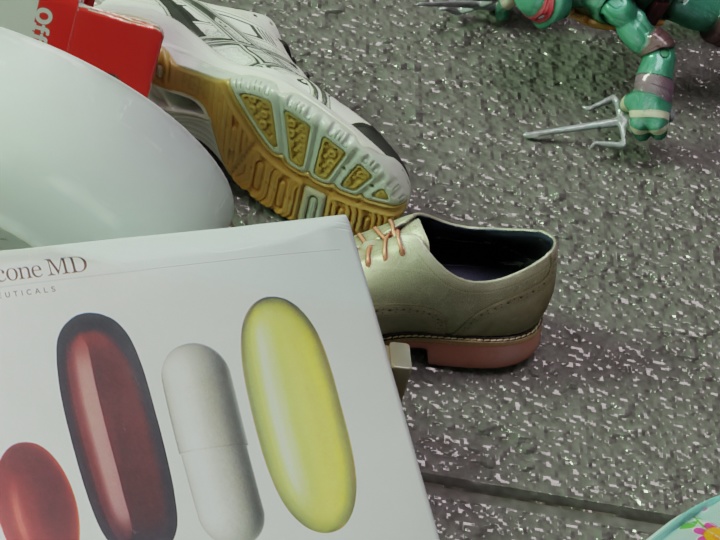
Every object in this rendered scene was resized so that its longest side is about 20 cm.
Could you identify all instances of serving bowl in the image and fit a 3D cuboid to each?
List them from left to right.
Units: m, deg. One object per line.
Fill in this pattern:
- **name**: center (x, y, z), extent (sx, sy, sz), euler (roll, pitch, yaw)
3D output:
- **serving bowl**: center (-0.160, -0.036, 1.365), extent (0.199, 0.200, 0.066), euler (21, 69, 3)

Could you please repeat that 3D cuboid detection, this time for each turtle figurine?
- **turtle figurine**: center (0.141, -0.139, 1.647), extent (0.199, 0.101, 0.150), euler (-4, 45, -32)

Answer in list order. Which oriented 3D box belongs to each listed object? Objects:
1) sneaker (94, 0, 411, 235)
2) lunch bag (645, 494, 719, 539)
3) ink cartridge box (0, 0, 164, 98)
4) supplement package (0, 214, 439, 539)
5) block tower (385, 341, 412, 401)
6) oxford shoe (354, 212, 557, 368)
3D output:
- **sneaker**: center (-0.050, -0.094, 1.537), extent (0.199, 0.076, 0.088), euler (30, 42, 13)
- **lunch bag**: center (0.113, 0.192, 1.223), extent (0.077, 0.161, 0.200), euler (36, 49, 27)
- **ink cartridge box**: center (-0.196, -0.122, 1.483), extent (0.199, 0.117, 0.067), euler (17, 40, -3)
- **supplement package**: center (-0.087, 0.104, 1.205), extent (0.190, 0.147, 0.201), euler (-7, 70, -27)
- **block tower**: center (-0.077, 0.058, 1.377), extent (0.199, 0.054, 0.058), euler (7, 43, -12)
- **oxford shoe**: center (0.000, 0.000, 1.452), extent (0.199, 0.074, 0.071), euler (-1, 44, -21)
